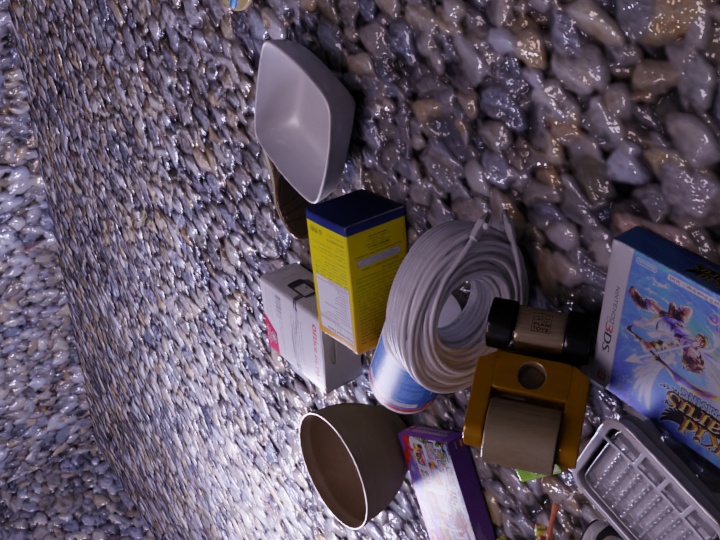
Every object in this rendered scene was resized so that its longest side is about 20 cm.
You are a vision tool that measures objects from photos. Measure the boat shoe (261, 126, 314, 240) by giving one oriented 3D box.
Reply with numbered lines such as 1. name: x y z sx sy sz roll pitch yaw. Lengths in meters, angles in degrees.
1. boat shoe: -0.119 -0.148 1.486 0.076 0.070 0.204 164 92 -75

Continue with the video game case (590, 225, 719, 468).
1. video game case: 0.326 0.081 0.894 0.199 0.045 0.184 37 139 43

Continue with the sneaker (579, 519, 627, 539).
1. sneaker: 0.322 0.405 1.084 0.079 0.073 0.204 -3 105 54

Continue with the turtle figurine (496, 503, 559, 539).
1. turtle figurine: 0.243 0.411 1.228 0.161 0.063 0.204 172 97 -64

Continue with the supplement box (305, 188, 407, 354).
1. supplement box: 0.000 0.000 1.325 0.108 0.108 0.203 28 131 49

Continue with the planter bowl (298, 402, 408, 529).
1. planter bowl: 0.005 0.304 1.485 0.200 0.133 0.203 37 137 44

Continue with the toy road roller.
1. toy road roller: 0.196 0.139 1.019 0.121 0.203 0.147 9 153 16

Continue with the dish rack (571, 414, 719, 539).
1. dish rack: 0.317 0.244 0.974 0.172 0.043 0.201 48 157 23

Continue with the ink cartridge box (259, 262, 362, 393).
1. ink cartridge box: -0.085 0.096 1.555 0.199 0.082 0.148 31 134 47

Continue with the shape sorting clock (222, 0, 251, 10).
1. shape sorting clock: -0.205 -0.513 1.409 0.200 0.039 0.203 40 141 43

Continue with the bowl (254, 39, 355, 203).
1. bowl: -0.077 -0.228 1.343 0.201 0.074 0.202 50 146 31

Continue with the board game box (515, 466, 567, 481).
1. board game box: 0.200 0.175 1.184 0.202 0.030 0.095 63 151 7

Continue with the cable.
1. cable: 0.115 0.041 1.066 0.069 0.199 0.201 31 156 48

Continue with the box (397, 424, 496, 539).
1. box: 0.135 0.344 1.389 0.136 0.039 0.203 -5 104 59

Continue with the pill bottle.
1. pill bottle: 0.078 0.109 1.240 0.113 0.111 0.201 55 156 22
